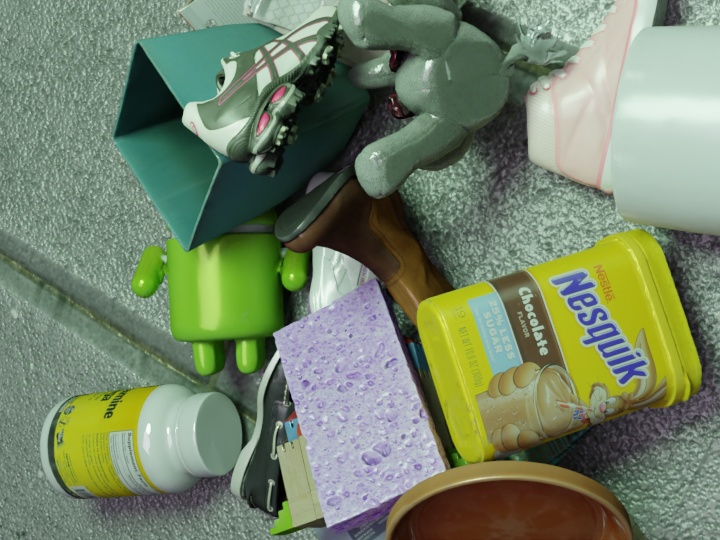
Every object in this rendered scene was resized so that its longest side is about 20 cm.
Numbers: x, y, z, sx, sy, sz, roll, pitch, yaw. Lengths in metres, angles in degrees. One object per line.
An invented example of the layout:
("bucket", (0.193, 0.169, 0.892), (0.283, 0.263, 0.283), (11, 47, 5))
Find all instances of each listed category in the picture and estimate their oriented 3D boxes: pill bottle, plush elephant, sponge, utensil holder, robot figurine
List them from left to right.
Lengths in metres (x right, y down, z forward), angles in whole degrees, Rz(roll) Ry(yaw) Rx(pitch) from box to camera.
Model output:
("pill bottle", (-0.230, 0.180, 1.125), (0.199, 0.112, 0.114), (-9, 87, 26))
("robot figurine", (-0.136, 0.003, 1.071), (0.174, 0.116, 0.202), (-3, 88, 4))
("sponge", (-0.002, 0.113, 0.918), (0.111, 0.030, 0.201), (-27, 55, 10))
("plush elephant", (0.057, -0.179, 0.927), (0.199, 0.155, 0.166), (-19, 110, -13))
("utensil holder", (0.309, -0.103, 0.813), (0.199, 0.170, 0.172), (8, 94, 28))

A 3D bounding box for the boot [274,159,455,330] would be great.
("boot", (0.021, 0.009, 0.922), (0.068, 0.188, 0.201), (-31, 96, 20))

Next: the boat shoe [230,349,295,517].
("boat shoe", (-0.073, 0.154, 1.066), (0.060, 0.074, 0.201), (27, 106, 24))

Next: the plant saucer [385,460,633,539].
("plant saucer", (0.119, 0.215, 0.867), (0.199, 0.200, 0.032), (-24, 39, 25))

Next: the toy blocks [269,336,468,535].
("toy blocks", (-0.002, 0.145, 0.967), (0.199, 0.100, 0.138), (-25, 67, 23))

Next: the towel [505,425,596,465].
("towel", (0.107, 0.152, 1.003), (0.200, 0.022, 0.147), (-46, 72, 20))

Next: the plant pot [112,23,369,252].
("plant pot", (-0.101, -0.141, 0.996), (0.142, 0.199, 0.141), (55, 145, 16))

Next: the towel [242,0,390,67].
("towel", (0.015, -0.285, 0.966), (0.201, 0.190, 0.032), (-65, 24, 16))

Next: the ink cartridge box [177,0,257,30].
("ink cartridge box", (-0.077, -0.289, 1.006), (0.200, 0.109, 0.050), (-39, 54, 5))

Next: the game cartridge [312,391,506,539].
("game cartridge", (0.039, 0.204, 1.005), (0.200, 0.041, 0.134), (-41, 77, 19))

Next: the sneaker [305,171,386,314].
("sneaker", (0.000, 0.000, 1.025), (0.099, 0.075, 0.202), (-6, 89, 23))

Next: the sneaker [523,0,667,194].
("sneaker", (0.197, -0.175, 0.919), (0.104, 0.075, 0.202), (17, 103, 21))

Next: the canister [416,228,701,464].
("canister", (0.160, 0.064, 0.876), (0.198, 0.087, 0.150), (-17, 85, -14))

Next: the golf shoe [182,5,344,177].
("golf shoe", (-0.071, -0.170, 0.894), (0.087, 0.201, 0.077), (23, 139, 7))

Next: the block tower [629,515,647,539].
("block tower", (0.248, 0.289, 0.914), (0.054, 0.058, 0.201), (-40, 75, 23))
